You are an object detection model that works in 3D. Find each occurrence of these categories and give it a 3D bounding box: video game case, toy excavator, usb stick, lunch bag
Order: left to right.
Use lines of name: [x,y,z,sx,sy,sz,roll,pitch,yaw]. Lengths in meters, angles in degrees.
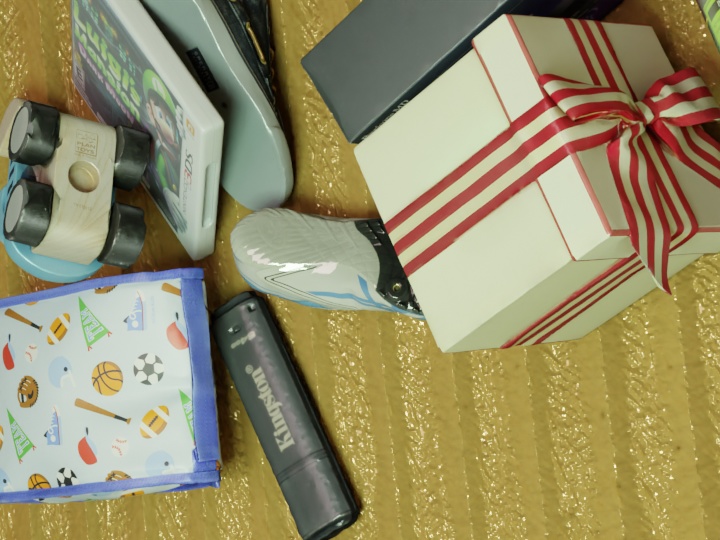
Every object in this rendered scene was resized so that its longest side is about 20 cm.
toy excavator: [-0.247,-0.071,1.685,0.200,0.099,0.196,-34,48,55]
lunch bag: [-0.185,0.092,1.670,0.199,0.123,0.171,-13,80,41]
video game case: [-0.167,-0.130,1.653,0.200,0.023,0.182,55,157,23]
usb stick: [-0.059,0.112,1.633,0.055,0.033,0.201,-35,70,30]

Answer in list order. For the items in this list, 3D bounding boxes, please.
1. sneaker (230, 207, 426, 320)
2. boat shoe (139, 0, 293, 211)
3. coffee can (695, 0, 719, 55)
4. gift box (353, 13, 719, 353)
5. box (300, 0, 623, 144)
sneaker: [0.000,0.000,1.585,0.199,0.073,0.072,13,68,23]
boat shoe: [-0.090,-0.150,1.644,0.071,0.091,0.201,-14,108,34]
coffee can: [0.299,-0.132,1.320,0.146,0.146,0.201,-30,72,31]
gift box: [0.142,-0.050,1.415,0.187,0.184,0.201,-39,72,37]
box: [0.079,-0.173,1.477,0.200,0.141,0.079,-41,67,28]
